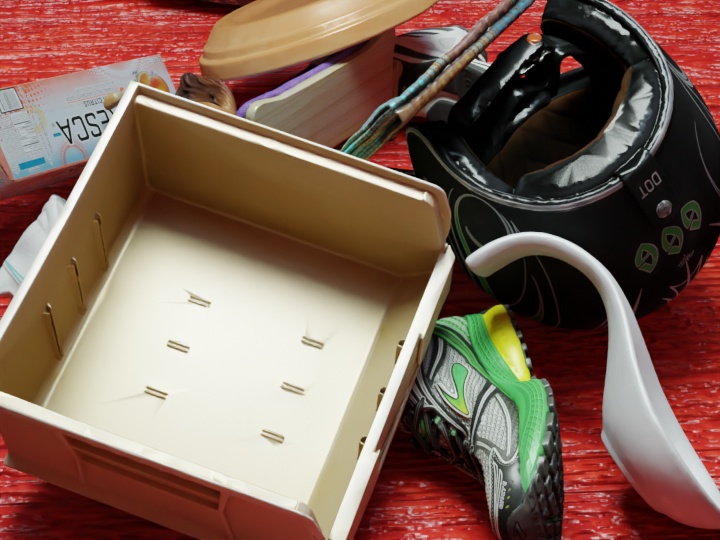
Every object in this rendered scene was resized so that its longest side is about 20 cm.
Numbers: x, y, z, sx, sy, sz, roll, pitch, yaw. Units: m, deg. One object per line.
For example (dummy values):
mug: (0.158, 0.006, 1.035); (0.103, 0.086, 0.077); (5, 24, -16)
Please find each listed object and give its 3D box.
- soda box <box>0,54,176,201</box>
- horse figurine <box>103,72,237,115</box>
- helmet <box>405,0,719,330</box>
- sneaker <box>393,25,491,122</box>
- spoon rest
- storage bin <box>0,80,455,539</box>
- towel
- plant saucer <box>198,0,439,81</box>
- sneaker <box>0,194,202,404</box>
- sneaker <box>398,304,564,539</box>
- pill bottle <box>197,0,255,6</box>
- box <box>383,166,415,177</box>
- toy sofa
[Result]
soda box: (-0.207, -0.097, 1.075); (0.068, 0.064, 0.200); (-21, 2, 34)
horse figurine: (-0.125, -0.053, 1.010); (0.131, 0.050, 0.202); (4, 66, 29)
helmet: (0.133, -0.059, 0.971); (0.198, 0.191, 0.202); (-8, 61, 15)
sneaker: (0.089, -0.156, 1.225); (0.199, 0.076, 0.115); (22, 39, 33)
spoon rest: (0.140, 0.055, 0.841); (0.201, 0.061, 0.099); (52, 10, 14)
storage bin: (-0.070, 0.032, 0.821); (0.197, 0.094, 0.201); (19, 60, 8)
towel: (0.021, -0.097, 0.963); (0.022, 0.200, 0.147); (46, 59, -3)
plant saucer: (-0.034, -0.198, 1.194); (0.198, 0.038, 0.200); (-18, 17, 6)
sneaker: (-0.148, 0.044, 0.925); (0.080, 0.070, 0.200); (-45, 59, 0)
sneaker: (0.062, 0.091, 0.856); (0.084, 0.079, 0.200); (-10, 25, -5)
pill bottle: (-0.134, -0.303, 1.411); (0.198, 0.117, 0.116); (8, 33, 12)
box: (0.000, 0.000, 1.002); (0.074, 0.051, 0.200); (8, 34, 14)
toy sofa: (-0.055, -0.118, 1.142); (0.082, 0.098, 0.200); (20, 37, 28)
